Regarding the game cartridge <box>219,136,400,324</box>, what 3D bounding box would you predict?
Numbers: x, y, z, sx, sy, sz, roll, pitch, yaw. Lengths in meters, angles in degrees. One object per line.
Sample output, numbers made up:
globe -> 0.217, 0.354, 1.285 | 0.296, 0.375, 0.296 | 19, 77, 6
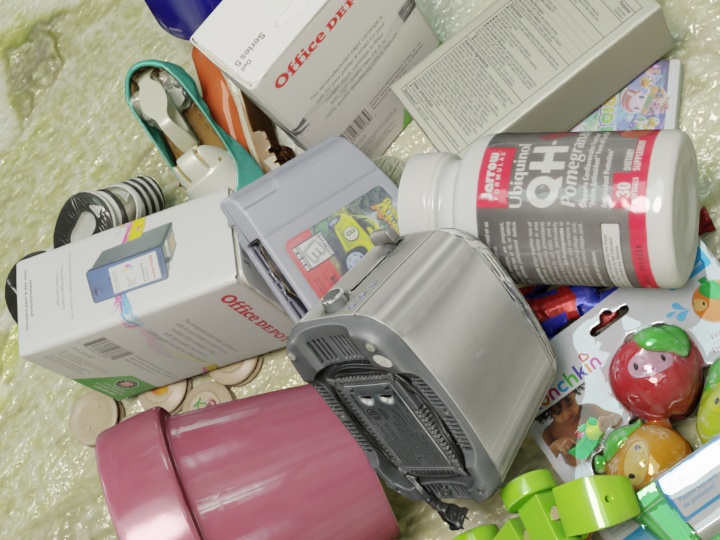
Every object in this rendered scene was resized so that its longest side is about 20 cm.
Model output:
game cartridge -> 0.000, 0.000, 0.928 | 0.133, 0.041, 0.200 | -35, 89, -37

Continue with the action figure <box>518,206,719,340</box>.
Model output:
action figure -> 0.179, 0.015, 0.935 | 0.200, 0.052, 0.066 | -26, 69, 15

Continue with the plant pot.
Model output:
plant pot -> -0.076, 0.174, 0.914 | 0.179, 0.200, 0.200 | -24, 63, -4

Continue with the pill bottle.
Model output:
pill bottle -> 0.133, -0.044, 0.876 | 0.200, 0.111, 0.111 | 1, 72, 25

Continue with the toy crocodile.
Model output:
toy crocodile -> 0.116, 0.195, 0.851 | 0.200, 0.062, 0.068 | -56, 48, 43

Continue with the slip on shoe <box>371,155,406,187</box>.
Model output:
slip on shoe -> 0.028, 0.008, 0.997 | 0.061, 0.074, 0.200 | -35, 63, 52

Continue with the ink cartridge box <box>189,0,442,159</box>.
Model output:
ink cartridge box -> -0.024, -0.178, 1.001 | 0.084, 0.200, 0.146 | 40, 90, 29

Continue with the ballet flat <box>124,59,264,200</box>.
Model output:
ballet flat -> -0.142, -0.101, 1.032 | 0.067, 0.070, 0.200 | -43, 68, 17

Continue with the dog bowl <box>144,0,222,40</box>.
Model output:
dog bowl -> -0.114, -0.300, 1.114 | 0.200, 0.079, 0.200 | -12, 45, 13

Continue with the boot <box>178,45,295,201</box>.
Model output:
boot -> -0.130, -0.126, 1.103 | 0.107, 0.075, 0.200 | -29, 64, 17

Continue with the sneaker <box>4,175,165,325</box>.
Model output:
sneaker -> -0.237, -0.014, 1.113 | 0.076, 0.115, 0.200 | 52, 129, 6

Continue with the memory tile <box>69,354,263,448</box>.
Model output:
memory tile -> -0.161, 0.081, 1.072 | 0.153, 0.017, 0.200 | 22, 82, 28

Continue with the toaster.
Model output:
toaster -> 0.053, 0.066, 0.839 | 0.114, 0.200, 0.129 | -11, 33, 48

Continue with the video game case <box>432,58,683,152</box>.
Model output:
video game case -> 0.156, -0.102, 1.002 | 0.200, 0.018, 0.143 | 2, 72, 23

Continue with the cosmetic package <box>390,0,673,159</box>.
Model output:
cosmetic package -> 0.136, -0.163, 0.980 | 0.200, 0.073, 0.104 | -37, 62, 7

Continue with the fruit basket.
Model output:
fruit basket -> 0.218, 0.100, 0.852 | 0.185, 0.094, 0.200 | -37, 69, 9

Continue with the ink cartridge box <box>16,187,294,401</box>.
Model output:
ink cartridge box -> -0.155, 0.025, 0.997 | 0.200, 0.145, 0.088 | -17, 64, 18
